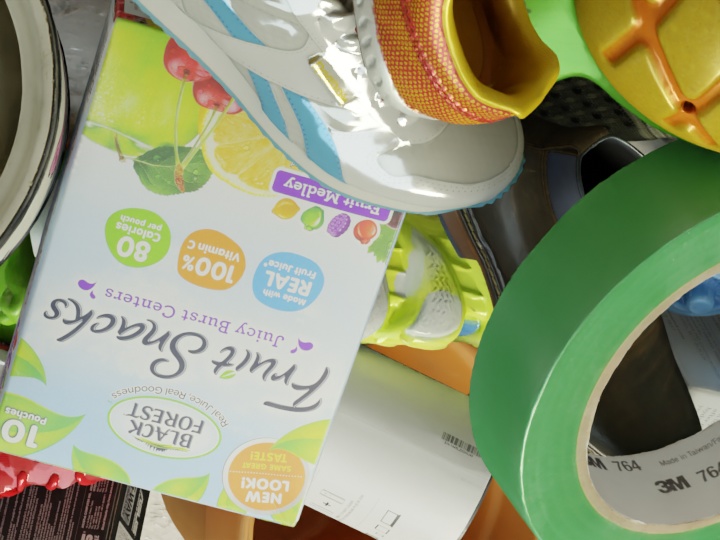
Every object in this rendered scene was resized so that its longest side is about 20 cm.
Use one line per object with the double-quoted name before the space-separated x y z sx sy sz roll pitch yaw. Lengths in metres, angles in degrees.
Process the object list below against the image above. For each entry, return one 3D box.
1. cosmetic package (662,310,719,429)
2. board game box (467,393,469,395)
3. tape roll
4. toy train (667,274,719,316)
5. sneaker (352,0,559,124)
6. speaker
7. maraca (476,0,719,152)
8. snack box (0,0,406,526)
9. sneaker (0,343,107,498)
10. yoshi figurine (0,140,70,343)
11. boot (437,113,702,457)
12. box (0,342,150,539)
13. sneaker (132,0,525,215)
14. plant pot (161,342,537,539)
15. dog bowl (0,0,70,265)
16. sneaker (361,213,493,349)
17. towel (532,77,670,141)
"cosmetic package" 0.186 0.079 1.248 0.199 0.072 0.102 15 128 -39
"board game box" 0.132 0.068 1.291 0.199 0.030 0.096 9 137 -39
"tape roll" 0.142 0.036 1.037 0.199 0.048 0.201 -17 132 -19
"toy train" 0.212 -0.008 1.143 0.114 0.087 0.200 -27 134 37
"sneaker" 0.019 -0.143 0.900 0.077 0.073 0.201 2 131 43
"speaker" -0.038 0.060 1.176 0.199 0.082 0.081 26 151 -9
"maraca" 0.130 -0.106 0.942 0.199 0.107 0.138 11 121 10
"snack box" -0.064 -0.004 1.076 0.141 0.053 0.201 16 111 -10
"sneaker" -0.170 0.098 1.229 0.199 0.116 0.078 19 177 6
"yoshi figurine" -0.187 -0.012 1.198 0.112 0.113 0.199 -28 158 29
"boot" 0.108 0.018 1.074 0.201 0.075 0.097 55 156 -19
"box" -0.182 0.076 1.304 0.157 0.201 0.050 3 154 14
"sneaker" -0.010 -0.092 0.978 0.200 0.077 0.081 37 154 -20
"plant pot" -0.014 0.106 1.330 0.200 0.201 0.140 32 174 -37
"dog bowl" -0.210 -0.068 1.056 0.199 0.202 0.074 4 173 11
"sneaker" 0.000 0.000 1.185 0.199 0.076 0.105 14 175 -23
"towel" 0.045 -0.107 1.068 0.191 0.035 0.200 -10 145 29
